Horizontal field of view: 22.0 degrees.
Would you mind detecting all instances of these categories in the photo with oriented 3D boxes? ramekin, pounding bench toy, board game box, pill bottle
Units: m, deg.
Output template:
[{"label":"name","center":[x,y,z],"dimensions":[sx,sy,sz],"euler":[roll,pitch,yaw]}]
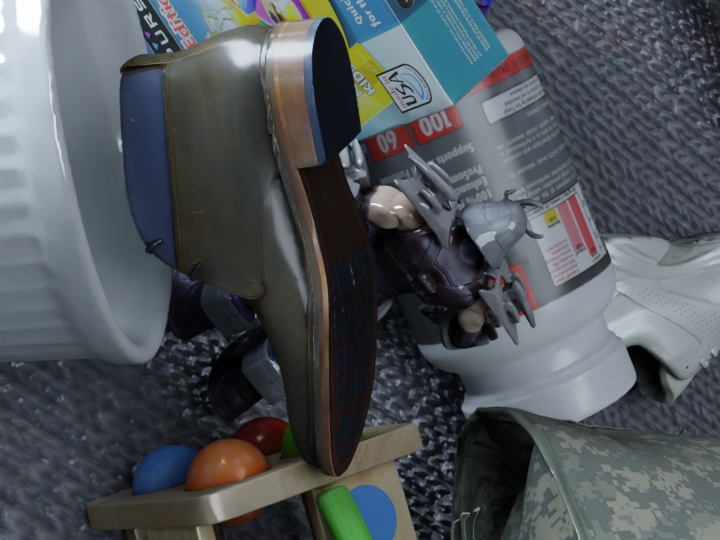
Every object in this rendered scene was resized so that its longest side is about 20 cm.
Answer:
[{"label":"ramekin","center":[-0.151,-0.054,0.800],"dimensions":[0.097,0.200,0.203],"euler":[-8,85,5]},{"label":"pounding bench toy","center":[-0.018,0.145,0.850],"dimensions":[0.123,0.199,0.157],"euler":[-15,91,-34]},{"label":"board game box","center":[-0.042,-0.129,0.881],"dimensions":[0.047,0.199,0.152],"euler":[-42,105,-32]},{"label":"pill bottle","center":[0.068,-0.017,0.988],"dimensions":[0.115,0.116,0.201],"euler":[-27,97,-34]}]

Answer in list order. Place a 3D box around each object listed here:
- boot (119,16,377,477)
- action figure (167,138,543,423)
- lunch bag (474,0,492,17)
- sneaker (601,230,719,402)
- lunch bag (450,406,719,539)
[{"label":"boot","center":[-0.048,-0.009,0.813],"dimensions":[0.075,0.096,0.202],"euler":[-34,122,-68]},{"label":"action figure","center":[0.000,0.000,0.888],"dimensions":[0.131,0.199,0.070],"euler":[57,30,-21]},{"label":"lunch bag","center":[-0.012,-0.198,0.934],"dimensions":[0.123,0.169,0.202],"euler":[-11,86,-36]},{"label":"sneaker","center":[0.192,0.027,1.099],"dimensions":[0.198,0.078,0.100],"euler":[-2,89,-25]},{"label":"lunch bag","center":[0.141,0.155,0.898],"dimensions":[0.163,0.118,0.201],"euler":[10,38,-28]}]
